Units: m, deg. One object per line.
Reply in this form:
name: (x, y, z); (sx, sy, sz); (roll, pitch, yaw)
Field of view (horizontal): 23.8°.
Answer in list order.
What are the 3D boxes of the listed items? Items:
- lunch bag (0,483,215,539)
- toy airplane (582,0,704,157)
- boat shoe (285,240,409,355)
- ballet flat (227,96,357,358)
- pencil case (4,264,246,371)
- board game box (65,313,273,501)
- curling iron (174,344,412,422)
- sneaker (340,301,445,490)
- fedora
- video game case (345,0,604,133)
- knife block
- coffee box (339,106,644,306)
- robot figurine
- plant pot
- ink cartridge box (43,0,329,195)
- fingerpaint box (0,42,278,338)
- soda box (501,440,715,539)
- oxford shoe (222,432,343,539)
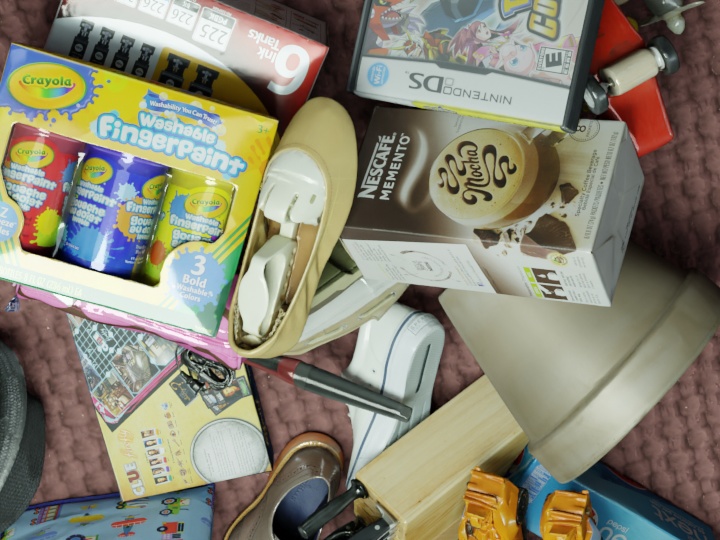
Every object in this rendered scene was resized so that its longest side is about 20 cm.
lunch bag: (-0.226, 0.245, 1.431); (0.199, 0.151, 0.094); (4, 111, -3)
toy airplane: (0.155, -0.191, 1.296); (0.199, 0.141, 0.200); (14, 75, 6)
boat shoe: (0.000, 0.000, 1.359); (0.200, 0.075, 0.069); (-26, 140, -28)
ballet flat: (-0.051, -0.025, 1.228); (0.068, 0.063, 0.201); (21, 109, 23)
pencil case: (-0.171, 0.016, 1.339); (0.199, 0.094, 0.091); (17, 104, -5)
board game box: (-0.160, 0.087, 1.435); (0.135, 0.035, 0.201); (-11, 111, 3)
curling iron: (-0.055, 0.092, 1.388); (0.199, 0.026, 0.050); (12, 101, 6)
sneaker: (0.017, 0.107, 1.435); (0.071, 0.073, 0.201); (35, 125, 28)
fedora: (-0.323, 0.155, 1.415); (0.201, 0.201, 0.092); (-43, 142, 14)
video game case: (0.091, -0.211, 1.235); (0.180, 0.025, 0.201); (13, 92, 28)
knife block: (0.038, 0.180, 1.402); (0.064, 0.175, 0.200); (43, 109, 26)
coffee box: (0.095, -0.050, 1.259); (0.199, 0.113, 0.080); (6, 151, 24)
robot figurine: (0.143, 0.240, 1.415); (0.144, 0.058, 0.200); (10, 142, 20)
plant pot: (0.164, 0.036, 1.356); (0.173, 0.200, 0.200); (43, 105, 1)
ink cartridge box: (-0.147, -0.140, 1.323); (0.199, 0.084, 0.176); (20, 109, -9)
fingerpaint box: (-0.178, -0.060, 1.249); (0.199, 0.073, 0.167); (16, 95, -8)
soda box: (0.212, 0.214, 1.473); (0.200, 0.068, 0.064); (31, 109, -12)
oxford shoe: (-0.076, 0.236, 1.472); (0.071, 0.073, 0.201); (21, 109, -9)
